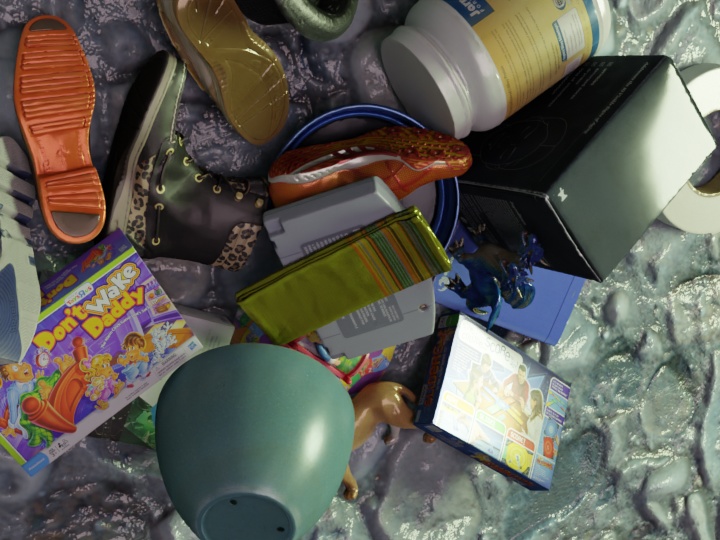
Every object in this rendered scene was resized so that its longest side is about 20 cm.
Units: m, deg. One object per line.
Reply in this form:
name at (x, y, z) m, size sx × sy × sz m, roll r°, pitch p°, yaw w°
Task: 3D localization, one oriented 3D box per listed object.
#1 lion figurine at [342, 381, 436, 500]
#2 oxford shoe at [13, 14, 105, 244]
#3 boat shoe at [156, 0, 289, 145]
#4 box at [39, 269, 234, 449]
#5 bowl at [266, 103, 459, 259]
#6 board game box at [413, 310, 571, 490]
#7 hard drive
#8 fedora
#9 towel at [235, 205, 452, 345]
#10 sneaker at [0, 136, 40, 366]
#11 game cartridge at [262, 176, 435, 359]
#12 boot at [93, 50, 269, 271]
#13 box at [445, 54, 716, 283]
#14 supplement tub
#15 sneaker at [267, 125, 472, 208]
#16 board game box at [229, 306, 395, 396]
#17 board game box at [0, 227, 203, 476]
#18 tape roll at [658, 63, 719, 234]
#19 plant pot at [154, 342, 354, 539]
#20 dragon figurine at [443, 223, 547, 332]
lion figurine at (-0.007, 0.171, 1.242) m, size 0.199 × 0.072 × 0.124 m, roll -37°, pitch 120°, yaw -19°
oxford shoe at (-0.274, -0.123, 1.016) m, size 0.070 × 0.073 × 0.204 m, roll -5°, pitch 90°, yaw -23°
boat shoe at (-0.128, -0.202, 1.058) m, size 0.074 × 0.069 × 0.201 m, roll -41°, pitch 140°, yaw -12°
box at (-0.237, 0.094, 1.118) m, size 0.198 × 0.036 × 0.146 m, roll 16°, pitch 99°, yaw -28°
bowl at (0.000, -0.069, 1.151) m, size 0.197 × 0.039 × 0.204 m, roll -2°, pitch 107°, yaw -7°
board game box at (0.155, 0.151, 1.297) m, size 0.199 × 0.034 × 0.137 m, roll 33°, pitch 62°, yaw -31°
hard drive at (0.171, -0.003, 1.295) m, size 0.198 × 0.025 × 0.134 m, roll 20°, pitch 97°, yaw -30°
fedora at (-0.081, -0.296, 1.020) m, size 0.200 × 0.091 × 0.204 m, roll 29°, pitch 55°, yaw -52°
towel at (-0.016, 0.011, 1.081) m, size 0.198 × 0.018 × 0.086 m, roll -25°, pitch 129°, yaw 15°
sneaker at (-0.345, -0.009, 0.982) m, size 0.081 × 0.113 × 0.203 m, roll 41°, pitch 41°, yaw -64°
game cartridge at (0.000, 0.000, 1.108) m, size 0.131 × 0.041 × 0.201 m, roll -14°, pitch 132°, yaw 10°
boot at (-0.158, -0.094, 1.075) m, size 0.149 × 0.073 × 0.203 m, roll 12°, pitch 104°, yaw -28°
box at (0.215, -0.112, 1.165) m, size 0.200 × 0.196 × 0.124 m, roll -47°, pitch 116°, yaw -14°
supplement tub at (0.134, -0.231, 1.133) m, size 0.199 × 0.144 × 0.146 m, roll -36°, pitch 118°, yaw -12°
sneaker at (0.011, -0.089, 1.098) m, size 0.197 × 0.073 × 0.078 m, roll -9°, pitch 124°, yaw 4°
board game box at (-0.039, 0.078, 1.208) m, size 0.197 × 0.039 × 0.160 m, roll -14°, pitch 112°, yaw -21°
board game box at (-0.262, 0.076, 1.044) m, size 0.199 × 0.045 × 0.135 m, roll -37°, pitch 127°, yaw -9°
tape roll at (0.416, -0.144, 1.364) m, size 0.200 × 0.037 × 0.206 m, roll -8°, pitch 109°, yaw -24°
plant pot at (-0.104, 0.189, 1.074) m, size 0.197 × 0.136 × 0.202 m, roll 0°, pitch 127°, yaw 0°
dragon figurine at (0.140, 0.021, 1.175) m, size 0.058 × 0.100 × 0.201 m, roll -29°, pitch 147°, yaw -21°
